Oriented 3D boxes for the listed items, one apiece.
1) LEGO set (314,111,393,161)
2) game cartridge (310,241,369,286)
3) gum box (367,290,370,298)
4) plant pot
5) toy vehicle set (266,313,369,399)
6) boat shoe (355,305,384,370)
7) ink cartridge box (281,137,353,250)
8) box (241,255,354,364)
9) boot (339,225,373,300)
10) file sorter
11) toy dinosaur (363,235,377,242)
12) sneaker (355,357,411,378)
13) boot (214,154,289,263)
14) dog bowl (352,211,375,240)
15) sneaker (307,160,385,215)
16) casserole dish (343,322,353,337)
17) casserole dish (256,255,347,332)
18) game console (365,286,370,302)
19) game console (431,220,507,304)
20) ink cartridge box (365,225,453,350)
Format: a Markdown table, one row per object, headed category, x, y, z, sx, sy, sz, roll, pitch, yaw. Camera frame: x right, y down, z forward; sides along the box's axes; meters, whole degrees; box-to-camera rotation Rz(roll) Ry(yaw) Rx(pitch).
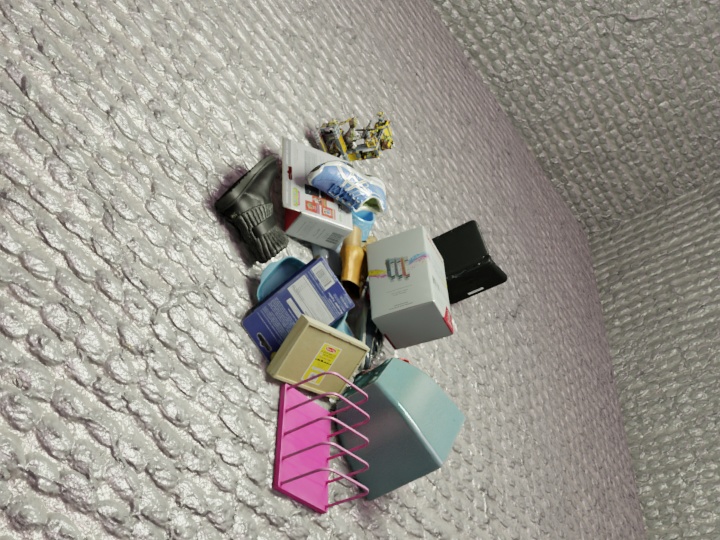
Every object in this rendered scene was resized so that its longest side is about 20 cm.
| category | x | y | z | sx | sy | sz | roll | pitch | yaw |
| --- | --- | --- | --- | --- | --- | --- | --- | --- | --- |
| LEGO set | -0.022 | -0.347 | 1.916 | 0.155 | 0.197 | 0.117 | -61 | 140 | -41 |
| game cartridge | -0.043 | -0.037 | 1.797 | 0.199 | 0.041 | 0.135 | 13 | 61 | -57 |
| gum box | 0.112 | 0.081 | 1.884 | 0.199 | 0.066 | 0.115 | -5 | 67 | -57 |
| plant pot | 0.062 | 0.300 | 1.564 | 0.201 | 0.195 | 0.196 | 55 | 29 | -3 |
| toy vehicle set | -0.077 | 0.170 | 1.486 | 0.026 | 0.125 | 0.199 | 37 | 5 | 41 |
| boat shoe | 0.022 | 0.152 | 1.691 | 0.061 | 0.076 | 0.201 | 17 | 25 | -8 |
| ink cartridge box | -0.113 | -0.170 | 1.703 | 0.173 | 0.084 | 0.203 | 18 | 50 | -28 |
| box | -0.120 | 0.080 | 1.468 | 0.199 | 0.032 | 0.122 | -39 | 108 | -16 |
| boot | 0.000 | 0.000 | 1.755 | 0.201 | 0.070 | 0.147 | 43 | 49 | -60 |
| file sorter | -0.061 | 0.305 | 1.397 | 0.139 | 0.124 | 0.202 | 40 | 37 | -38 |
| toy dinosaur | 0.041 | -0.050 | 1.898 | 0.200 | 0.058 | 0.101 | 46 | 4 | 25 |
| sneaker | 0.084 | 0.242 | 1.720 | 0.200 | 0.107 | 0.068 | 17 | 54 | -55 |
| boot | -0.191 | -0.122 | 1.552 | 0.158 | 0.079 | 0.212 | 50 | 41 | -14 |
| dog bowl | -0.016 | -0.152 | 1.859 | 0.110 | 0.050 | 0.201 | 29 | 28 | -18 |
| sneaker | -0.022 | -0.175 | 1.660 | 0.197 | 0.076 | 0.078 | 12 | 47 | -31 |
| casserole dish | -0.072 | 0.116 | 1.605 | 0.202 | 0.038 | 0.122 | 57 | 29 | -17 |
| casserole dish | -0.116 | 0.062 | 1.510 | 0.200 | 0.122 | 0.039 | 43 | -11 | -14 |
| game console | 0.087 | 0.067 | 1.948 | 0.178 | 0.031 | 0.201 | 54 | 29 | -21 |
| game console | 0.288 | -0.019 | 2.186 | 0.175 | 0.198 | 0.118 | 38 | 38 | -40 |
| ink cartridge box | 0.106 | 0.038 | 1.680 | 0.146 | 0.142 | 0.203 | 53 | 27 | -48 |
